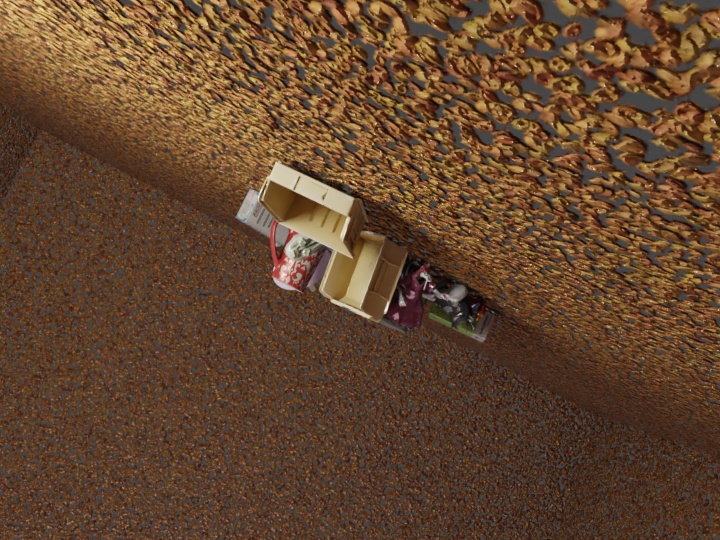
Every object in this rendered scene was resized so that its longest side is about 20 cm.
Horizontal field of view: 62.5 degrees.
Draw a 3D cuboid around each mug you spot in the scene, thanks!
[{"bbox_3d":[-0.190,-0.060,1.736,0.173,0.205,0.133,25,175,0],"label":"mug"}]

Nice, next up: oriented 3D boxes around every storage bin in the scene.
[{"bbox_3d":[-0.093,-0.126,1.255,0.195,0.096,0.199,26,174,9],"label":"storage bin"},{"bbox_3d":[0.004,0.006,1.545,0.092,0.205,0.198,24,176,-37],"label":"storage bin"}]

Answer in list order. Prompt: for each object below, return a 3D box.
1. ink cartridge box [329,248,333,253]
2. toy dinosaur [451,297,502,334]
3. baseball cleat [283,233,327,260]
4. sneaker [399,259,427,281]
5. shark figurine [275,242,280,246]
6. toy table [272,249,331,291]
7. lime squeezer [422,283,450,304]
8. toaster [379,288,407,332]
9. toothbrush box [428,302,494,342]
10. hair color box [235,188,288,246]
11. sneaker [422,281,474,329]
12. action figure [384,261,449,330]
[{"bbox_3d":[-0.085,-0.072,1.911,0.198,0.038,0.094,34,175,47],"label":"ink cartridge box"},{"bbox_3d":[0.302,0.109,1.712,0.198,0.105,0.183,37,156,11],"label":"toy dinosaur"},{"bbox_3d":[-0.094,-0.086,1.418,0.106,0.194,0.072,27,136,67],"label":"baseball cleat"},{"bbox_3d":[0.133,0.018,1.687,0.105,0.072,0.200,20,167,4],"label":"sneaker"},{"bbox_3d":[-0.288,-0.130,1.988,0.208,0.092,0.129,20,-155,-2],"label":"shark figurine"},{"bbox_3d":[-0.184,-0.015,1.923,0.193,0.191,0.117,-12,-174,1],"label":"toy table"},{"bbox_3d":[0.232,0.070,1.772,0.038,0.072,0.197,40,138,-25],"label":"lime squeezer"},{"bbox_3d":[0.089,0.070,1.825,0.197,0.186,0.117,28,171,-33],"label":"toaster"},{"bbox_3d":[0.323,0.148,1.910,0.195,0.088,0.146,26,174,12],"label":"toothbrush box"},{"bbox_3d":[-0.280,-0.158,1.830,0.060,0.102,0.199,24,174,41],"label":"hair color box"},{"bbox_3d":[0.246,0.099,1.662,0.117,0.074,0.199,65,160,-12],"label":"sneaker"},{"bbox_3d":[0.144,0.054,1.574,0.130,0.204,0.151,8,-146,-22],"label":"action figure"}]
